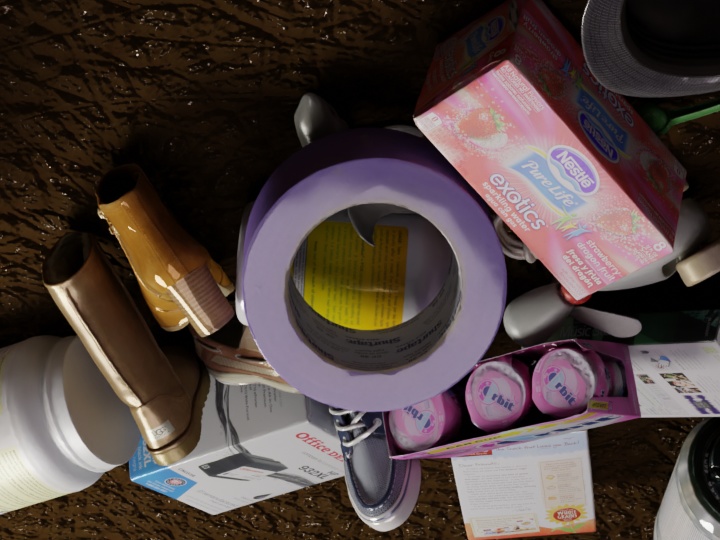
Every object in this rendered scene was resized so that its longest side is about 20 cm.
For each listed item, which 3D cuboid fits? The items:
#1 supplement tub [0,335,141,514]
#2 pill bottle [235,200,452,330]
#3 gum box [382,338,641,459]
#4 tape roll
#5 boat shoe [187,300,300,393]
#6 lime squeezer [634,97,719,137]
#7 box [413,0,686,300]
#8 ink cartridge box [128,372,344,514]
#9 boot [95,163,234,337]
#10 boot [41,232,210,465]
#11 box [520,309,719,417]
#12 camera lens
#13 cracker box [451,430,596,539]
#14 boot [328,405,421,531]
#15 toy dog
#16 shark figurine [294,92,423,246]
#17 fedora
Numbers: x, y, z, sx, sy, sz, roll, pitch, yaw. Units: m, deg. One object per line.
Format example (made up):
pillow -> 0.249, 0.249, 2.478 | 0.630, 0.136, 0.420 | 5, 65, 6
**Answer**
supplement tub -> -0.315, 0.143, 1.674 | 0.199, 0.146, 0.145 | -18, 140, 23
pill bottle -> 0.000, 0.000, 1.504 | 0.198, 0.105, 0.105 | 4, 143, 1
gum box -> 0.131, 0.109, 1.547 | 0.199, 0.067, 0.113 | -16, 168, 29
tape roll -> 0.009, -0.001, 1.390 | 0.198, 0.085, 0.202 | -1, 109, -2
boat shoe -> -0.074, 0.059, 1.590 | 0.199, 0.076, 0.072 | -7, 135, 38
lime squeezer -> 0.207, -0.129, 1.403 | 0.198, 0.038, 0.071 | 8, 112, -8
box -> 0.142, -0.091, 1.345 | 0.094, 0.103, 0.200 | -29, 116, 34
ink cartridge box -> -0.097, 0.151, 1.713 | 0.199, 0.084, 0.145 | -19, 150, 24
boot -> -0.166, -0.023, 1.510 | 0.071, 0.201, 0.145 | -35, 101, -9
boot -> -0.202, 0.048, 1.589 | 0.066, 0.175, 0.201 | -28, 115, 3
box -> 0.262, 0.085, 1.629 | 0.199, 0.037, 0.144 | -5, 147, 38
camera lens -> 0.372, 0.241, 1.779 | 0.158, 0.161, 0.201 | 2, 143, -2
cracker box -> 0.161, 0.191, 1.803 | 0.133, 0.058, 0.201 | -5, 144, 7
boot -> -0.005, 0.129, 1.605 | 0.072, 0.201, 0.090 | -30, 132, 19
toy dog -> 0.214, -0.010, 1.508 | 0.198, 0.133, 0.096 | -10, -179, 21
shark figurine -> 0.032, -0.057, 1.452 | 0.213, 0.090, 0.128 | 16, 142, -16
fedora -> 0.240, -0.207, 1.241 | 0.198, 0.091, 0.177 | -15, 143, 10
